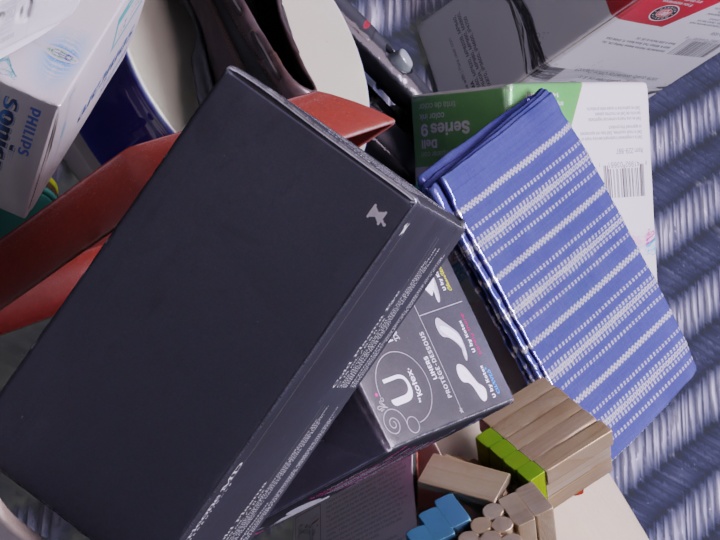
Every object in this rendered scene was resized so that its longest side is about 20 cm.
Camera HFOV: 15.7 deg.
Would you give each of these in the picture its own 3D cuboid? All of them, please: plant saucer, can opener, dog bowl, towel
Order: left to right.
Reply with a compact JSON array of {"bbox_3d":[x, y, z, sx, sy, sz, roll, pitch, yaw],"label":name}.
[{"bbox_3d":[-0.109,-0.030,1.349,0.200,0.199,0.037,-21,81,-51],"label":"plant saucer"},{"bbox_3d":[-0.091,-0.113,1.517,0.200,0.079,0.201,27,49,-36],"label":"dog bowl"},{"bbox_3d":[-0.011,-0.136,1.629,0.200,0.063,0.079,52,16,-8],"label":"can opener"},{"bbox_3d":[0.117,0.005,1.520,0.145,0.024,0.201,-38,103,-47],"label":"towel"}]

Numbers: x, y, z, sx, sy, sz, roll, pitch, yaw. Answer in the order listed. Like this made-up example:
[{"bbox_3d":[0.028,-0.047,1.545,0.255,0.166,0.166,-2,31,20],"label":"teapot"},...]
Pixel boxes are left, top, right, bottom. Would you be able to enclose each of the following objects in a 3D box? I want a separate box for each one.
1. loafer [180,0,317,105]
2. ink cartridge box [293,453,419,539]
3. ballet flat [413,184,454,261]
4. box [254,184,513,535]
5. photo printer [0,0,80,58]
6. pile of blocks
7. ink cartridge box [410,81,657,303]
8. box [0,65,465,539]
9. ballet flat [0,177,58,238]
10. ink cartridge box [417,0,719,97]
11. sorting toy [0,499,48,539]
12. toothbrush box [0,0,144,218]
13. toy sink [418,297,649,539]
[{"bbox_3d":[-0.064,-0.157,1.450,0.072,0.063,0.201,13,53,-44],"label":"loafer"},{"bbox_3d":[0.014,0.194,1.417,0.050,0.109,0.201,24,51,-35],"label":"ink cartridge box"},{"bbox_3d":[0.000,0.000,1.520,0.199,0.069,0.070,-24,85,-21],"label":"ballet flat"},{"bbox_3d":[-0.046,0.059,1.361,0.115,0.200,0.133,-18,80,-52],"label":"box"},{"bbox_3d":[-0.251,-0.167,1.227,0.200,0.070,0.166,42,50,17],"label":"photo printer"},{"bbox_3d":[0.065,0.147,1.380,0.200,0.082,0.062,-53,148,-38],"label":"pile of blocks"},{"bbox_3d":[0.111,-0.014,1.624,0.145,0.087,0.201,-6,91,-48],"label":"ink cartridge box"},{"bbox_3d":[-0.058,0.026,1.176,0.104,0.200,0.182,35,2,8],"label":"box"},{"bbox_3d":[-0.240,-0.043,1.328,0.200,0.067,0.067,-10,53,-48],"label":"ballet flat"},{"bbox_3d":[0.159,-0.168,1.731,0.144,0.200,0.084,2,62,-47],"label":"ink cartridge box"},{"bbox_3d":[-0.184,0.135,1.176,0.200,0.180,0.107,34,50,-28],"label":"sorting toy"},{"bbox_3d":[-0.223,-0.136,1.319,0.199,0.085,0.147,25,44,0],"label":"toothbrush box"},{"bbox_3d":[0.061,0.136,1.504,0.130,0.112,0.200,-26,83,-51],"label":"toy sink"}]
